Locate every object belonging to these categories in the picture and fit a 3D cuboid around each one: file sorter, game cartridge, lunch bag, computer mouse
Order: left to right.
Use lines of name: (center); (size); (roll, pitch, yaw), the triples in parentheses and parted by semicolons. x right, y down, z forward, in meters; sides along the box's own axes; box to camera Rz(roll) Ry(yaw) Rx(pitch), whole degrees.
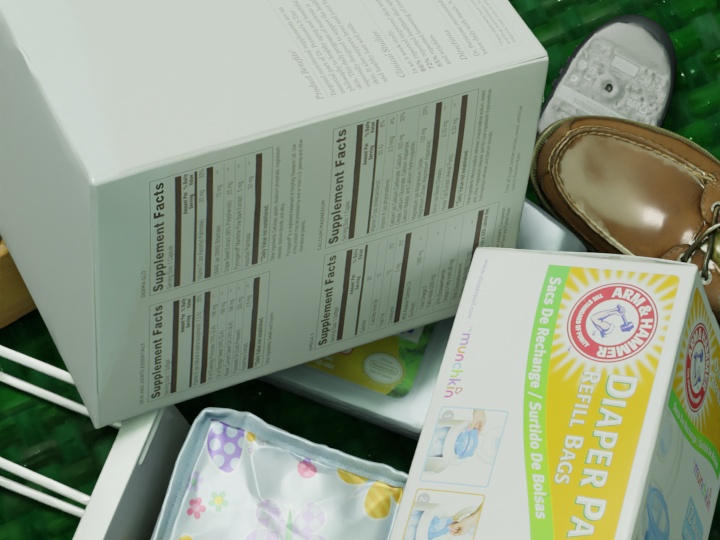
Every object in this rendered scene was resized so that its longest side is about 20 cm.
file sorter: (-0.171, 0.137, 1.048); (0.124, 0.139, 0.201); (22, 80, 7)
lunch bag: (-0.049, 0.180, 1.023); (0.126, 0.170, 0.201); (21, 77, 6)
game cartridge: (0.000, 0.000, 1.112); (0.199, 0.040, 0.134); (19, 77, 12)
computer mouse: (0.094, -0.035, 1.141); (0.058, 0.034, 0.201); (31, 87, 9)

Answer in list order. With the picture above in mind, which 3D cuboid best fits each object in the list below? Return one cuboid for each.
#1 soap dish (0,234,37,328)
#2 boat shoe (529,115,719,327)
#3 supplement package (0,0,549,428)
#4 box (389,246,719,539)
soap dish: (-0.253, -0.043, 1.109); (0.157, 0.081, 0.201); (-29, 80, -6)
boat shoe: (0.172, -0.012, 1.093); (0.199, 0.068, 0.072); (30, 91, -6)
supplement package: (-0.049, -0.060, 0.996); (0.199, 0.151, 0.152); (-17, 51, -20)
box: (0.084, 0.103, 0.975); (0.101, 0.113, 0.201); (5, 60, 24)
